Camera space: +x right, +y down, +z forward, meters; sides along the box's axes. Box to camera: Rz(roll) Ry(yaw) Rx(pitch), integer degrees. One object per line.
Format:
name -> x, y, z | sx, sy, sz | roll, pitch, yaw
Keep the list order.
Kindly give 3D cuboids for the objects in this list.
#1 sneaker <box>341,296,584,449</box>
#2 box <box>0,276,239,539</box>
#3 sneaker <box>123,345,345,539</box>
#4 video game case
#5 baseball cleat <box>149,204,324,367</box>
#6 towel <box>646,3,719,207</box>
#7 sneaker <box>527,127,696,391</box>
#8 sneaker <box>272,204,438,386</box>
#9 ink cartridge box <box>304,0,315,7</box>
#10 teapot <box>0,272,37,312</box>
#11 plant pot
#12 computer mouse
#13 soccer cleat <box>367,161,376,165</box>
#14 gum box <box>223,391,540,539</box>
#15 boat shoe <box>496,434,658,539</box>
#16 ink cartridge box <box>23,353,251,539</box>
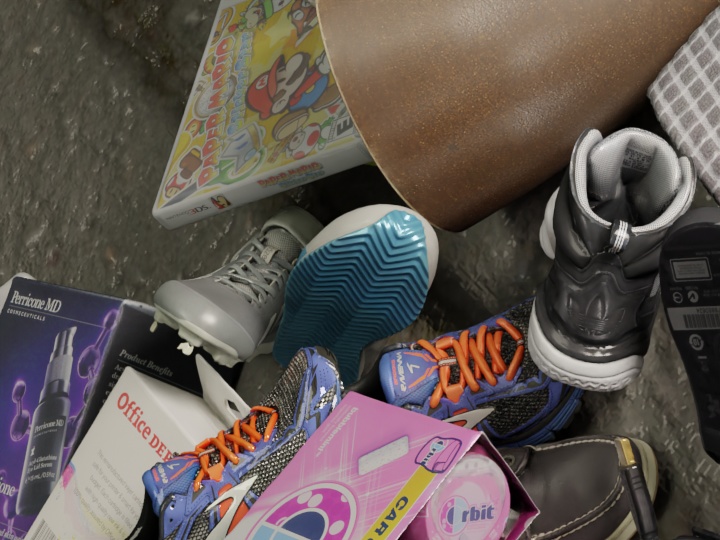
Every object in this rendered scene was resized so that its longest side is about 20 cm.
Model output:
sneaker -> 0.051, 0.068, 1.393 | 0.200, 0.078, 0.076 | -35, 46, 33
box -> -0.185, 0.117, 1.640 | 0.148, 0.104, 0.201 | 7, 76, 52
sneaker -> -0.078, 0.123, 1.370 | 0.200, 0.078, 0.075 | -55, 21, 7
video game case -> -0.036, -0.129, 1.561 | 0.181, 0.023, 0.201 | -17, 44, 37
baseball cleat -> -0.070, 0.004, 1.519 | 0.107, 0.070, 0.200 | -56, -3, 2
towel -> 0.244, -0.085, 1.255 | 0.166, 0.085, 0.200 | -49, 40, 21
sneaker -> 0.137, -0.034, 1.299 | 0.200, 0.075, 0.114 | -72, -3, -55
sneaker -> 0.000, 0.000, 1.454 | 0.081, 0.076, 0.200 | -65, 5, -25
ink cartridge box -> -0.043, -0.270, 1.620 | 0.147, 0.086, 0.200 | -48, 32, -2
teapot -> -0.348, 0.091, 1.817 | 0.146, 0.199, 0.198 | -62, -17, -68
plant pot -> 0.106, -0.145, 1.399 | 0.199, 0.187, 0.188 | -23, 52, 23
computer mouse -> 0.178, 0.064, 1.228 | 0.140, 0.046, 0.201 | -11, 101, 46
soccer cleat -> -0.001, -0.094, 1.573 | 0.084, 0.065, 0.200 | -58, 34, 14
gum box -> -0.017, 0.164, 1.277 | 0.200, 0.066, 0.113 | -49, 33, -19
boat shoe -> 0.071, 0.132, 1.357 | 0.199, 0.065, 0.072 | -22, 53, 41
ink cartridge box -> -0.106, 0.165, 1.501 | 0.201, 0.125, 0.129 | -58, 38, 8
